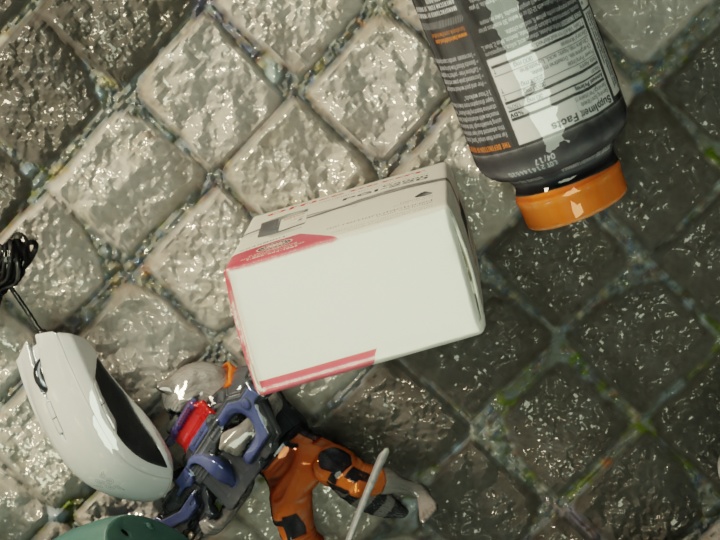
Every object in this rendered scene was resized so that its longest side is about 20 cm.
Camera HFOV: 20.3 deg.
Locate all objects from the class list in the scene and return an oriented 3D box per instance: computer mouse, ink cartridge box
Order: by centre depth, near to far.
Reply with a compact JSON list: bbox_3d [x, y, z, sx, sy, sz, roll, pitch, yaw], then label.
[{"bbox_3d":[0.000,0.000,1.268,0.144,0.200,0.086,-16,98,5],"label":"ink cartridge box"},{"bbox_3d":[-0.199,0.078,1.341,0.109,0.044,0.201,-34,94,43],"label":"computer mouse"}]

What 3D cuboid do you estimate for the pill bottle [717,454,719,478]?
[{"bbox_3d":[0.326,0.178,1.306,0.111,0.111,0.201,-33,104,9],"label":"pill bottle"}]

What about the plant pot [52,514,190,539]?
[{"bbox_3d":[-0.164,0.261,1.329,0.200,0.201,0.161,39,106,-8],"label":"plant pot"}]

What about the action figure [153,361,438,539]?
[{"bbox_3d":[-0.067,0.141,1.378,0.193,0.105,0.200,43,131,-3],"label":"action figure"}]

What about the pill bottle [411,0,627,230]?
[{"bbox_3d":[0.104,-0.129,1.283,0.105,0.106,0.202,-20,103,6],"label":"pill bottle"}]

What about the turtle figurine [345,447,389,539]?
[{"bbox_3d":[0.019,0.262,1.316,0.143,0.201,0.194,24,136,-26],"label":"turtle figurine"}]
